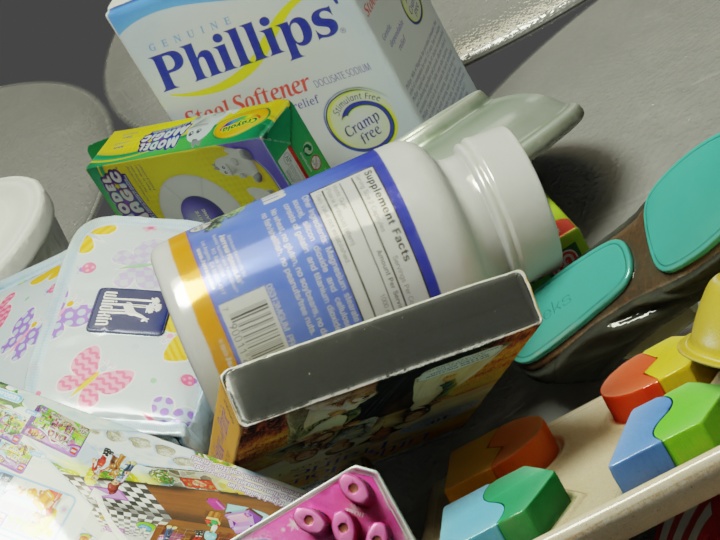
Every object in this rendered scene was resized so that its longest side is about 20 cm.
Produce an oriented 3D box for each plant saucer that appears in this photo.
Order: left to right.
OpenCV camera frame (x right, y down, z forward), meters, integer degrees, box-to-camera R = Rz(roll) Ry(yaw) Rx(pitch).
[{"bbox_3d":[0.042,-0.063,0.996,0.199,0.050,0.200,-33,4,3],"label":"plant saucer"}]

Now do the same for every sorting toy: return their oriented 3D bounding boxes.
[{"bbox_3d":[0.104,0.082,0.724,0.184,0.037,0.200,-29,4,12],"label":"sorting toy"}]

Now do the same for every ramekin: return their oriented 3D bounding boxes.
[{"bbox_3d":[-0.300,0.028,1.223,0.201,0.095,0.203,-23,30,15],"label":"ramekin"}]

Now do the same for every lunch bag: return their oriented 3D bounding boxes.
[{"bbox_3d":[-0.153,0.063,0.968,0.199,0.127,0.171,-20,39,33],"label":"lunch bag"}]

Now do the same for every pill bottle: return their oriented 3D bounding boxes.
[{"bbox_3d":[0.000,0.000,0.845,0.198,0.113,0.112,-24,29,-5],"label":"pill bottle"}]

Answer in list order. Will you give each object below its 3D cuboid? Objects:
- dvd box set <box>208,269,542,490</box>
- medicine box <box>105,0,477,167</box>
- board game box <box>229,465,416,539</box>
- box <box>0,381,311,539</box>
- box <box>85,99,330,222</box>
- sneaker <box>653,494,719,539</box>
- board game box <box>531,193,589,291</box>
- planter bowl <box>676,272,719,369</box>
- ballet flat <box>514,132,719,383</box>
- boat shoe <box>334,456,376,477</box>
[{"bbox_3d":[-0.002,0.065,0.782,0.145,0.030,0.200,-18,-16,-14],"label":"dvd box set"},{"bbox_3d":[-0.045,-0.151,1.133,0.181,0.201,0.103,-14,34,29],"label":"medicine box"},{"bbox_3d":[-0.035,0.210,0.623,0.199,0.201,0.026,-31,-14,3],"label":"board game box"},{"bbox_3d":[-0.119,0.138,0.718,0.198,0.039,0.138,17,56,16],"label":"box"},{"bbox_3d":[-0.105,-0.049,1.127,0.198,0.118,0.049,-4,38,41],"label":"box"},{"bbox_3d":[0.204,0.081,0.676,0.199,0.079,0.116,-33,31,-3],"label":"sneaker"},{"bbox_3d":[0.036,0.025,0.950,0.199,0.048,0.102,-33,30,0],"label":"board game box"},{"bbox_3d":[0.231,-0.011,0.678,0.198,0.085,0.200,-5,6,1],"label":"planter bowl"},{"bbox_3d":[0.156,-0.004,0.807,0.200,0.068,0.069,-40,40,40],"label":"ballet flat"},{"bbox_3d":[-0.009,0.168,0.755,0.066,0.074,0.201,-20,31,11],"label":"boat shoe"}]
